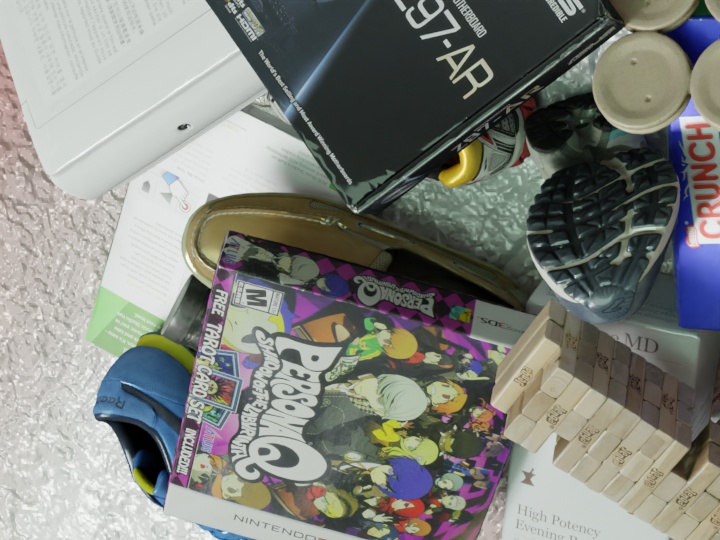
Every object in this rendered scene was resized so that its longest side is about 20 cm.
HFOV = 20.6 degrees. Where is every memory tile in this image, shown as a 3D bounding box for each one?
[{"bbox_3d":[0.193,-0.161,0.957,0.153,0.017,0.201,2,79,25],"label":"memory tile"}]

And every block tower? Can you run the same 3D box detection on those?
[{"bbox_3d":[0.163,0.097,1.011,0.200,0.054,0.058,31,124,-8],"label":"block tower"}]

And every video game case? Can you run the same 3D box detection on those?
[{"bbox_3d":[-0.007,0.083,1.098,0.181,0.036,0.200,16,130,-1],"label":"video game case"}]

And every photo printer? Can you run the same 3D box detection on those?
[{"bbox_3d":[-0.108,-0.157,1.094,0.200,0.069,0.167,-31,68,27],"label":"photo printer"}]

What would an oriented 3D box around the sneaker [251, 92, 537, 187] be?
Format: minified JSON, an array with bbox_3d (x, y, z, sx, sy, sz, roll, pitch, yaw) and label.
[{"bbox_3d":[-0.004,-0.101,1.094,0.199,0.082,0.078,19,119,21],"label":"sneaker"}]

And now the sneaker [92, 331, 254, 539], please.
[{"bbox_3d":[-0.100,0.134,1.220,0.066,0.079,0.200,-6,127,40],"label":"sneaker"}]

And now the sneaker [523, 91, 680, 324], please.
[{"bbox_3d":[0.132,-0.019,1.008,0.077,0.200,0.087,-17,116,13],"label":"sneaker"}]

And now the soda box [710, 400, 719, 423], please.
[{"bbox_3d":[0.265,0.144,1.081,0.068,0.064,0.200,-20,102,29],"label":"soda box"}]

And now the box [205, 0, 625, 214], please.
[{"bbox_3d":[0.008,-0.153,0.978,0.160,0.044,0.200,-36,83,15],"label":"box"}]

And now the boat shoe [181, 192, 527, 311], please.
[{"bbox_3d":[0.000,0.000,1.099,0.199,0.076,0.072,11,92,-7],"label":"boat shoe"}]

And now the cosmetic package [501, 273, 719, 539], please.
[{"bbox_3d":[0.140,0.102,1.119,0.101,0.074,0.201,12,117,20],"label":"cosmetic package"}]

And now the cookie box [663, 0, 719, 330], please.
[{"bbox_3d":[0.259,-0.056,0.992,0.199,0.075,0.172,4,112,24],"label":"cookie box"}]

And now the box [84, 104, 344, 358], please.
[{"bbox_3d":[-0.079,-0.011,1.198,0.144,0.036,0.200,28,119,13],"label":"box"}]

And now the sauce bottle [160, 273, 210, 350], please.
[{"bbox_3d":[-0.019,0.064,1.154,0.200,0.065,0.065,28,121,-6],"label":"sauce bottle"}]
